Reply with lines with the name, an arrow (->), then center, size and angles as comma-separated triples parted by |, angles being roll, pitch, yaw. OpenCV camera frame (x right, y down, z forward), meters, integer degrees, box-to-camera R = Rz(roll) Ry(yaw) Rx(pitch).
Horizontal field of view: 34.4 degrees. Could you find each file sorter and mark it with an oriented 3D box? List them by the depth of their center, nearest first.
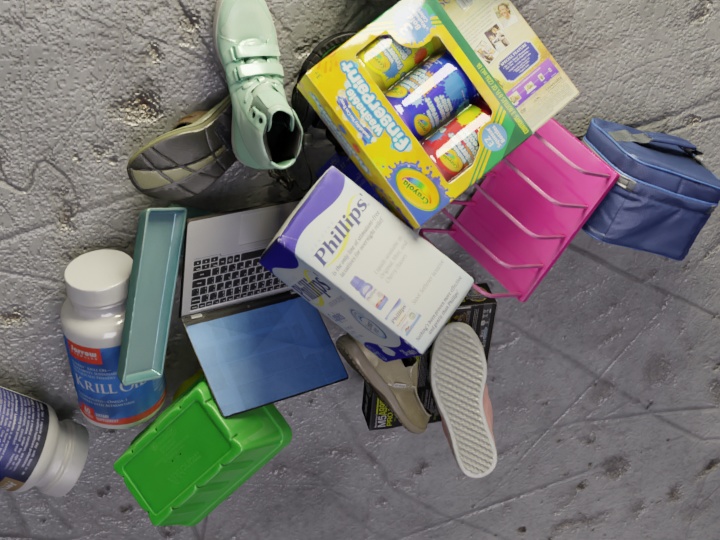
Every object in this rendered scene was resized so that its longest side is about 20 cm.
file sorter -> 0.185, -0.081, 1.411 | 0.201, 0.139, 0.125 | -55, 155, 20

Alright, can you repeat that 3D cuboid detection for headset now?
headset -> -0.035, -0.180, 1.344 | 0.123, 0.094, 0.201 | 32, 93, -23

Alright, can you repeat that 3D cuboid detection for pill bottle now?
pill bottle -> -0.298, 0.081, 1.390 | 0.111, 0.113, 0.202 | -12, 126, -12
pill bottle -> -0.441, 0.203, 1.419 | 0.199, 0.116, 0.116 | 27, 111, -32

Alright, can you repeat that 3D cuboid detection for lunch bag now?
lunch bag -> 0.368, -0.110, 1.489 | 0.198, 0.136, 0.133 | 10, 120, -28

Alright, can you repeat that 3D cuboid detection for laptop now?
laptop -> -0.106, 0.037, 1.370 | 0.186, 0.116, 0.202 | -14, 124, -37

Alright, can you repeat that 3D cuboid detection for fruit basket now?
fruit basket -> -0.188, 0.200, 1.440 | 0.215, 0.156, 0.216 | -38, 172, -7

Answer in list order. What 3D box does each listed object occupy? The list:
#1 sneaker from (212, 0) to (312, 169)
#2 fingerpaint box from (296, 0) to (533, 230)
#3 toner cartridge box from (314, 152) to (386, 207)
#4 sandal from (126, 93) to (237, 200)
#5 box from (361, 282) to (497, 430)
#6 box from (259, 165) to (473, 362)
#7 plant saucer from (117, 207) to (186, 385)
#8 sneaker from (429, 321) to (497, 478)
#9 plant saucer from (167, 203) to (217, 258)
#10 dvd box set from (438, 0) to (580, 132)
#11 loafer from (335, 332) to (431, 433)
sneaker -> -0.100, -0.206, 1.238 | 0.073, 0.118, 0.203 | -14, 107, -25
fingerpaint box -> 0.058, -0.172, 1.241 | 0.166, 0.073, 0.201 | -38, 94, -11
toner cartridge box -> 0.049, -0.149, 1.403 | 0.200, 0.043, 0.095 | -42, 128, 11
sandal -> -0.173, -0.149, 1.318 | 0.200, 0.057, 0.080 | -35, 124, -14
box -> 0.088, 0.115, 1.523 | 0.158, 0.044, 0.202 | -6, 127, -13
box -> 0.000, 0.000, 1.294 | 0.199, 0.184, 0.105 | 38, 77, -5
plant saucer -> -0.238, 0.027, 1.316 | 0.070, 0.019, 0.203 | -8, 111, -61
sneaker -> 0.130, 0.158, 1.504 | 0.074, 0.105, 0.203 | -11, 100, 2
plant saucer -> -0.150, -0.030, 1.428 | 0.198, 0.019, 0.071 | 12, 118, -26
dvd box set -> 0.131, -0.231, 1.308 | 0.146, 0.029, 0.201 | -40, 95, -3
loafer -> 0.044, 0.132, 1.444 | 0.068, 0.076, 0.200 | -42, 133, -4
